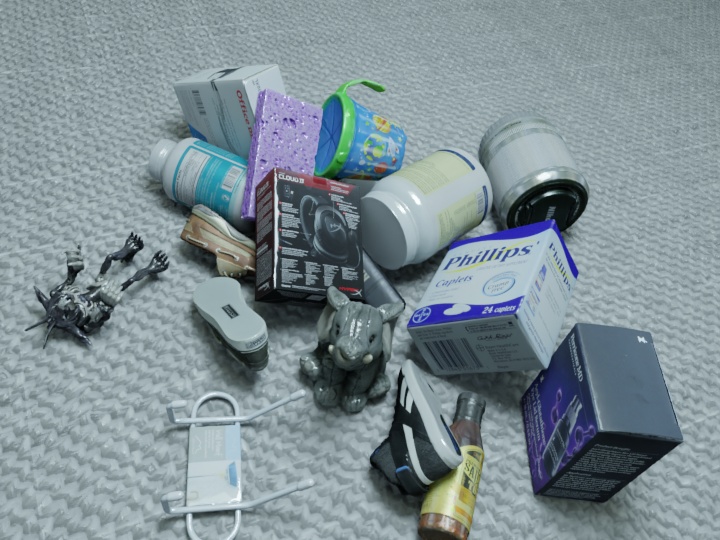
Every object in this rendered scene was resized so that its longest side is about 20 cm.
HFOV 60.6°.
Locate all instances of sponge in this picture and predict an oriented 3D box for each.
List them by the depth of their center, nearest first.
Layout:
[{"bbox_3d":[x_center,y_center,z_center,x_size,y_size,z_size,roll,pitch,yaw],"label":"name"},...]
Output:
[{"bbox_3d":[-0.123,-0.172,0.975,0.111,0.030,0.203,11,84,-39],"label":"sponge"}]

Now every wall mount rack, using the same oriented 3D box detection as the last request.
[{"bbox_3d":[-0.149,0.222,0.751,0.171,0.075,0.202,-1,51,-12],"label":"wall mount rack"}]

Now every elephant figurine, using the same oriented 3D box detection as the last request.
[{"bbox_3d":[-0.002,0.086,0.813,0.140,0.201,0.156,-16,54,-23],"label":"elephant figurine"}]

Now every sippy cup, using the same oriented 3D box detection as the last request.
[{"bbox_3d":[0.001,-0.207,1.012,0.129,0.179,0.141,9,41,-27],"label":"sippy cup"}]

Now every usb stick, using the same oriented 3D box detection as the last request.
[{"bbox_3d":[0.000,0.000,0.980,0.201,0.055,0.032,53,17,25],"label":"usb stick"}]

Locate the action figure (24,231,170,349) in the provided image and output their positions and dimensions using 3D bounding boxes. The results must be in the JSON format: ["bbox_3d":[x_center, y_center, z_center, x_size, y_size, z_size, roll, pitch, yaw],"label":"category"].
[{"bbox_3d":[-0.372,0.019,0.863,0.118,0.102,0.200,39,51,7],"label":"action figure"}]

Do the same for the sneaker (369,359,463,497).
[{"bbox_3d":[0.053,0.205,0.810,0.073,0.112,0.200,47,10,-23],"label":"sneaker"}]

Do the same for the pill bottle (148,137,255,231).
[{"bbox_3d":[-0.248,-0.150,1.024,0.198,0.112,0.111,24,49,9],"label":"pill bottle"}]

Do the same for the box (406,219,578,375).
[{"bbox_3d":[0.193,0.041,0.891,0.182,0.106,0.201,-12,32,41],"label":"box"}]

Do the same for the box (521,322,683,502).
[{"bbox_3d":[0.295,0.186,0.788,0.103,0.201,0.149,8,48,-5],"label":"box"}]

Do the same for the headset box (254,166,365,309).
[{"bbox_3d":[-0.076,-0.052,0.913,0.147,0.077,0.203,8,69,-32],"label":"headset box"}]

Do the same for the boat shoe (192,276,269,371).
[{"bbox_3d":[-0.184,0.074,0.872,0.070,0.064,0.200,-21,34,-20],"label":"boat shoe"}]

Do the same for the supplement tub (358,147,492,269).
[{"bbox_3d":[0.101,-0.100,0.995,0.199,0.146,0.145,-31,61,-31],"label":"supplement tub"}]

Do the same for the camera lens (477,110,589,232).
[{"bbox_3d":[0.310,-0.170,1.121,0.157,0.161,0.202,-1,50,-12],"label":"camera lens"}]

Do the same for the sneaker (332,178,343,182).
[{"bbox_3d":[-0.011,-0.222,1.142,0.085,0.076,0.201,14,38,-3],"label":"sneaker"}]

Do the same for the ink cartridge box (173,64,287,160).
[{"bbox_3d":[-0.211,-0.266,1.057,0.198,0.147,0.084,13,39,40],"label":"ink cartridge box"}]

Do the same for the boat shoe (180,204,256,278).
[{"bbox_3d":[-0.193,-0.020,0.960,0.199,0.076,0.072,35,81,7],"label":"boat shoe"}]

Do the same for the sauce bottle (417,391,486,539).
[{"bbox_3d":[0.125,0.248,0.790,0.065,0.066,0.201,18,51,5],"label":"sauce bottle"}]

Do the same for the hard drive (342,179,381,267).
[{"bbox_3d":[0.042,-0.102,1.099,0.131,0.026,0.201,-19,56,-25],"label":"hard drive"}]
